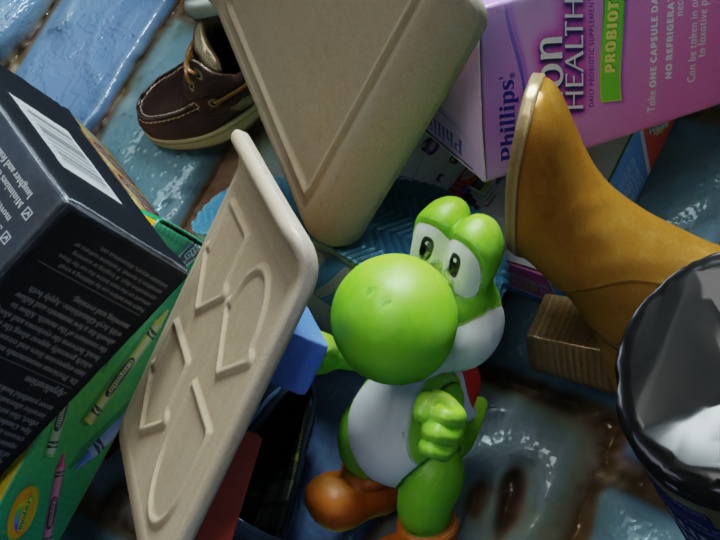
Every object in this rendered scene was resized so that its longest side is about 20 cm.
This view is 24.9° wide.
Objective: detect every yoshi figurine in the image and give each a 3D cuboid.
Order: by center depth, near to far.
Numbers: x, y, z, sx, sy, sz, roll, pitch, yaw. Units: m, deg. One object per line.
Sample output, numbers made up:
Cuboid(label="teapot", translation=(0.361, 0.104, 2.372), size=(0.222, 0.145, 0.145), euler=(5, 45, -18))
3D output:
Cuboid(label="yoshi figurine", translation=(0.014, 0.061, 0.797), size=(0.111, 0.202, 0.112), euler=(10, 30, -2))

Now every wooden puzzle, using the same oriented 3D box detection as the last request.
Cuboid(label="wooden puzzle", translation=(-0.065, 0.049, 0.805), size=(0.185, 0.046, 0.202), euler=(-123, 52, -67))
Cuboid(label="wooden puzzle", translation=(-0.014, -0.143, 0.840), size=(0.037, 0.185, 0.201), euler=(-9, 58, -33))

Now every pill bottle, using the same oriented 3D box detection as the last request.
Cuboid(label="pill bottle", translation=(0.185, 0.083, 0.708), size=(0.111, 0.200, 0.113), euler=(-11, 57, 18))

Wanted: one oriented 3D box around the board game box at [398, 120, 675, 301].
Cuboid(label="board game box", translation=(0.069, -0.074, 0.952), size=(0.199, 0.040, 0.154), euler=(19, 71, 32))

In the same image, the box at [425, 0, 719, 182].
Cuboid(label="box", translation=(0.106, -0.152, 0.875), size=(0.198, 0.097, 0.176), euler=(-19, 36, -19))

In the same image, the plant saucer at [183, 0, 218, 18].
Cuboid(label="plant saucer", translation=(-0.026, -0.218, 1.004), size=(0.199, 0.051, 0.200), euler=(-23, 16, 7))

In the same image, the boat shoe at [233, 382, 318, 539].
Cuboid(label="boat shoe", translation=(-0.076, 0.139, 0.861), size=(0.068, 0.084, 0.202), euler=(-19, 52, 51))

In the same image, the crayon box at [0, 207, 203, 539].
Cuboid(label="crayon box", translation=(-0.182, 0.047, 0.917), size=(0.118, 0.058, 0.201), euler=(26, 85, 36))

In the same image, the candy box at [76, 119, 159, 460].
Cuboid(label="candy box", translation=(-0.170, 0.004, 1.007), size=(0.117, 0.056, 0.200), euler=(-41, 55, 1))

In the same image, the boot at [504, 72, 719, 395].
Cuboid(label="boot", translation=(0.147, -0.007, 0.778), size=(0.143, 0.202, 0.071), euler=(8, 48, 21))

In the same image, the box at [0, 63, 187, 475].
Cuboid(label="box", translation=(-0.216, 0.010, 0.850), size=(0.200, 0.107, 0.149), euler=(-45, 54, 7))

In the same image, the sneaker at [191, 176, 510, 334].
Cuboid(label="sneaker", translation=(0.000, 0.000, 0.906), size=(0.199, 0.081, 0.077), euler=(10, 44, 38))

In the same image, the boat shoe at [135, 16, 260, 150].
Cuboid(label="boat shoe", translation=(-0.077, -0.134, 1.010), size=(0.199, 0.072, 0.073), euler=(-13, 51, 40))
